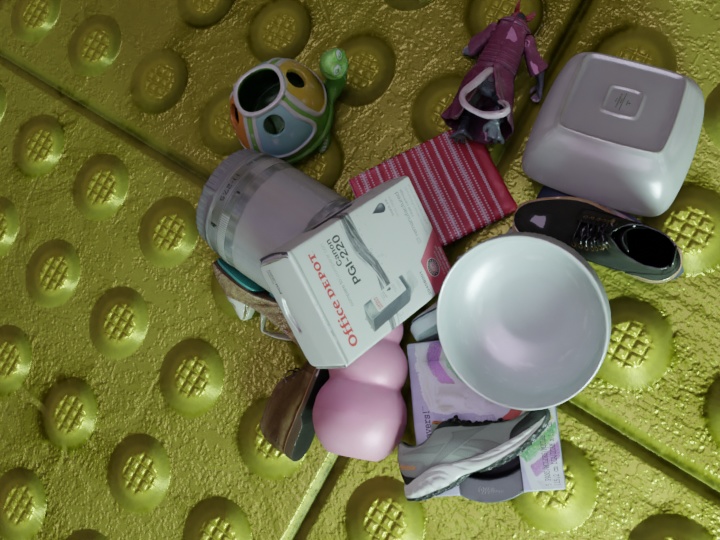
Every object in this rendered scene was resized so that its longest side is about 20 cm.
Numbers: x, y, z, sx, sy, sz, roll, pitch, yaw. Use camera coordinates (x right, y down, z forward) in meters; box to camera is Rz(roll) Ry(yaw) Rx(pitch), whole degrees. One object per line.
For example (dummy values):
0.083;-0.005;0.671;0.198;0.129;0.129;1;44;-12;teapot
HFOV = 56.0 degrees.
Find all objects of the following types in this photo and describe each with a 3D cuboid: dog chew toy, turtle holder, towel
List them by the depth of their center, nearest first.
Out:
0.007;0.136;0.875;0.121;0.125;0.205;6;77;17;dog chew toy
0.098;-0.103;0.919;0.196;0.023;0.147;-25;74;-2;towel
-0.102;-0.233;0.967;0.181;0.132;0.145;-1;79;17;turtle holder

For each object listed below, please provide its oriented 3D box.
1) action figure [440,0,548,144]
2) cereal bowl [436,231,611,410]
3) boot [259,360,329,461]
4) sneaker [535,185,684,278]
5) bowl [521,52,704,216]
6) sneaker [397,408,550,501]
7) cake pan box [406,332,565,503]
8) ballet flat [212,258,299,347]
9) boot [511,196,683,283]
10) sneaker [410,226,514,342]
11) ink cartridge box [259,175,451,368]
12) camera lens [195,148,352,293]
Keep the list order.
0.172;-0.269;0.882;0.132;0.149;0.204;21;85;20;action figure
0.192;0.053;0.786;0.196;0.083;0.206;6;103;29;cereal bowl
-0.078;0.150;0.926;0.074;0.073;0.204;24;91;26;boot
0.299;-0.038;0.844;0.082;0.070;0.200;-47;63;0;sneaker
0.315;-0.184;0.832;0.196;0.075;0.202;22;66;19;bowl
0.130;0.202;0.799;0.197;0.074;0.081;-27;68;11;sneaker
0.156;0.184;0.857;0.180;0.052;0.205;-8;78;18;cake pan box
-0.142;0.051;0.965;0.197;0.070;0.067;28;103;23;ballet flat
0.257;-0.045;0.752;0.196;0.138;0.079;16;93;24;boot
0.144;0.018;0.887;0.198;0.073;0.071;-33;63;-1;sneaker
0.000;0.000;0.800;0.198;0.084;0.148;-34;101;-30;ink cartridge box
-0.104;-0.055;0.921;0.198;0.160;0.162;31;90;20;camera lens
